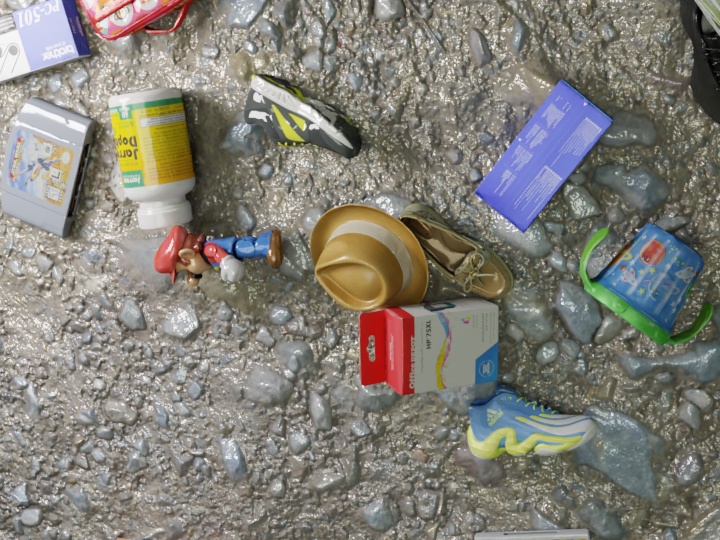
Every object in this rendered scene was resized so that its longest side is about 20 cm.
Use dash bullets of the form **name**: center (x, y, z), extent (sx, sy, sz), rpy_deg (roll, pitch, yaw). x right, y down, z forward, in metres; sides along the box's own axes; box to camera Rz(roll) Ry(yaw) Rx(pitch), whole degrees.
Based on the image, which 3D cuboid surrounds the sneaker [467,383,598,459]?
- **sneaker**: center (0.249, 0.219, 1.463), extent (0.197, 0.076, 0.107), rpy_deg (-13, 98, 17)

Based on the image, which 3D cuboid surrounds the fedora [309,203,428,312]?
- **fedora**: center (0.000, 0.000, 1.442), extent (0.198, 0.082, 0.203), rpy_deg (15, 125, 22)

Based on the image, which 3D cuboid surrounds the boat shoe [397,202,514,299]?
- **boat shoe**: center (0.136, -0.022, 1.443), extent (0.199, 0.063, 0.074), rpy_deg (34, 108, 4)

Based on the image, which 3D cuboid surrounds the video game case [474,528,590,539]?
- **video game case**: center (0.281, 0.507, 1.548), extent (0.179, 0.023, 0.203), rpy_deg (-6, 100, 15)

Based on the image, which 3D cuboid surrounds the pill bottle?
- **pill bottle**: center (-0.312, -0.170, 1.493), extent (0.111, 0.113, 0.203), rpy_deg (-5, 102, 14)

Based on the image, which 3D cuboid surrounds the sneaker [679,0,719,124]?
- **sneaker**: center (0.469, -0.281, 1.290), extent (0.075, 0.091, 0.202), rpy_deg (-19, 98, 15)

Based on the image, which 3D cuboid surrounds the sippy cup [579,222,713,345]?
- **sippy cup**: center (0.402, 0.012, 1.359), extent (0.131, 0.177, 0.140), rpy_deg (-54, 43, 8)

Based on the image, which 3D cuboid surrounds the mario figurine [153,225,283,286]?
- **mario figurine**: center (-0.216, -0.010, 1.500), extent (0.197, 0.124, 0.108), rpy_deg (-4, 65, 0)

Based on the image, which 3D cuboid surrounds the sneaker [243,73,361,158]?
- **sneaker**: center (-0.087, -0.214, 1.457), extent (0.199, 0.074, 0.085), rpy_deg (34, 114, 13)

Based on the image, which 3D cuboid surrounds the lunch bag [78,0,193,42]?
- **lunch bag**: center (-0.326, -0.435, 1.459), extent (0.198, 0.082, 0.178), rpy_deg (-24, 100, 19)

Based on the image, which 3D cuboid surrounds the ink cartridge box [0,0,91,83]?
- **ink cartridge box**: center (-0.530, -0.357, 1.540), extent (0.197, 0.044, 0.095), rpy_deg (-12, 101, 16)

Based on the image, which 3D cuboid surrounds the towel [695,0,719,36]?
- **towel**: center (0.482, -0.398, 1.235), extent (0.200, 0.048, 0.172), rpy_deg (-40, 95, -21)

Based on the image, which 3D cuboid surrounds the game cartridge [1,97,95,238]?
- **game cartridge**: center (-0.510, -0.168, 1.583), extent (0.131, 0.042, 0.203), rpy_deg (20, 106, 4)

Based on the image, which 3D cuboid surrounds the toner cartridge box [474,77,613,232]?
- **toner cartridge box**: center (0.259, -0.162, 1.392), extent (0.095, 0.043, 0.201), rpy_deg (38, 108, 2)

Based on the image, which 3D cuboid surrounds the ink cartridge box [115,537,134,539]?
- **ink cartridge box**: center (-0.351, 0.513, 1.629), extent (0.197, 0.162, 0.051), rpy_deg (0, 105, 13)

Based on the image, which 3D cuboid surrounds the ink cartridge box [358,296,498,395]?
- **ink cartridge box**: center (0.100, 0.111, 1.429), extent (0.197, 0.067, 0.118), rpy_deg (-7, 104, -21)
